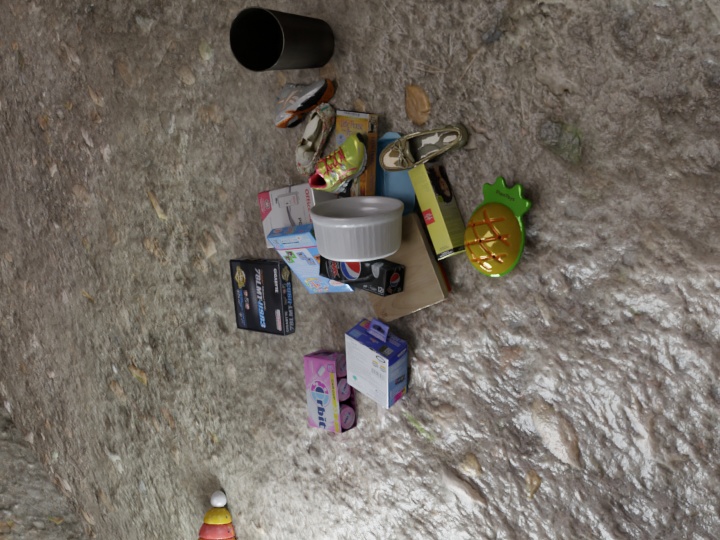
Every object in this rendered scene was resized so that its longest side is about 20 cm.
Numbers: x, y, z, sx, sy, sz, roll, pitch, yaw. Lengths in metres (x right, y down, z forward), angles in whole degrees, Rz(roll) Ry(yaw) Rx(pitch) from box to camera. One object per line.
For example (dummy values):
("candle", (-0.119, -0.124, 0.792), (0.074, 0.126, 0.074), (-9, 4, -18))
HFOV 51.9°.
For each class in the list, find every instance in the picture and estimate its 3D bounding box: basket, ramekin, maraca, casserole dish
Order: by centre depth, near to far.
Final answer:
("maraca", (0.272, -0.084, 1.473), (0.137, 0.107, 0.201), (28, 116, 34))
("ramekin", (-0.006, -0.089, 1.566), (0.200, 0.200, 0.098), (11, 113, 38))
("casserole dish", (0.082, -0.208, 1.655), (0.121, 0.039, 0.201), (7, 105, 39))
("basket", (-0.165, -0.522, 1.688), (0.180, 0.199, 0.137), (21, 114, 36))

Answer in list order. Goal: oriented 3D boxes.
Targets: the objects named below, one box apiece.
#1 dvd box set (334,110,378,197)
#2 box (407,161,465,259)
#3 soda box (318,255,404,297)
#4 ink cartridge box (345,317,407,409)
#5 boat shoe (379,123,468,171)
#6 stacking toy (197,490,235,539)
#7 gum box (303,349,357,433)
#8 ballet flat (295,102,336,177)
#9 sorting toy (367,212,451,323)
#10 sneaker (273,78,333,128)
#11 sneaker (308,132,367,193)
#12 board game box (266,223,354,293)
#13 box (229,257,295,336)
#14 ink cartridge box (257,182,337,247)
("dvd box set", (-0.012, -0.263, 1.701), (0.146, 0.029, 0.201), (25, 117, 55))
("box", (0.169, -0.129, 1.575), (0.050, 0.075, 0.201), (-21, 87, 41))
("soda box", (0.000, 0.000, 1.658), (0.199, 0.071, 0.064), (17, 109, 38))
("ink cartridge box", (0.037, 0.206, 1.722), (0.136, 0.076, 0.201), (28, 139, 32))
("boat shoe", (0.126, -0.258, 1.553), (0.200, 0.063, 0.074), (-13, 94, 23))
("stacking toy", (-0.446, 0.788, 2.295), (0.146, 0.146, 0.201), (-6, 81, 41))
("gum box", (-0.078, 0.302, 1.889), (0.113, 0.066, 0.201), (3, 101, 41))
("ballet flat", (-0.122, -0.313, 1.787), (0.075, 0.064, 0.201), (34, 121, 18))
("sorting toy", (0.099, -0.006, 1.666), (0.199, 0.069, 0.200), (-25, 83, 42))
("sneaker", (-0.148, -0.424, 1.784), (0.199, 0.075, 0.093), (-25, 79, 40))
("sneaker", (-0.053, -0.234, 1.658), (0.200, 0.090, 0.079), (-50, 54, 49))
("board game box", (-0.116, -0.025, 1.798), (0.151, 0.037, 0.200), (-4, 132, 41))
("box", (-0.268, 0.068, 2.014), (0.198, 0.050, 0.201), (6, 104, 41))
("ink cartridge box", (-0.151, -0.140, 1.841), (0.199, 0.083, 0.148), (-6, 96, 41))
